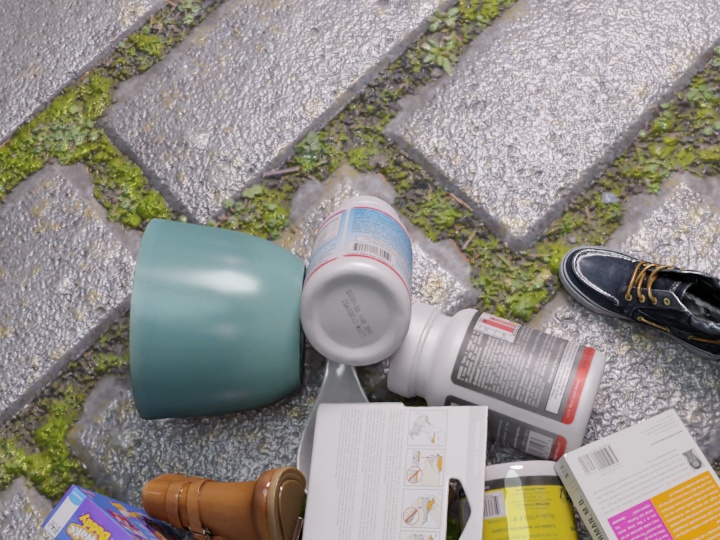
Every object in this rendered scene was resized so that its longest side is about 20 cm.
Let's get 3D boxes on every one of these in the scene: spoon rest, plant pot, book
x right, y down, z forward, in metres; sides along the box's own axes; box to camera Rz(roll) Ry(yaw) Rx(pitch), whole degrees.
[{"bbox_3d":[-0.018,0.146,1.005,0.097,0.061,0.204,-4,68,8],"label":"spoon rest"},{"bbox_3d":[-0.135,0.052,0.994,0.157,0.201,0.205,2,69,-1],"label":"plant pot"},{"bbox_3d":[0.276,0.236,0.866,0.131,0.048,0.202,-15,64,-23],"label":"book"}]

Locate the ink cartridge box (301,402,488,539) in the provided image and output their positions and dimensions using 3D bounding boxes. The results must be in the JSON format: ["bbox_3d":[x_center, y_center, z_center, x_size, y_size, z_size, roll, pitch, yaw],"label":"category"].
[{"bbox_3d":[0.033,0.224,0.902,0.170,0.044,0.204,-2,64,17],"label":"ink cartridge box"}]

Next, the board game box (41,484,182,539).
[{"bbox_3d":[-0.196,0.273,0.910,0.133,0.200,0.045,35,78,20],"label":"board game box"}]

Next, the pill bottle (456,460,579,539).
[{"bbox_3d":[0.151,0.286,0.898,0.109,0.112,0.204,-7,69,6],"label":"pill bottle"}]

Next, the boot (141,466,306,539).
[{"bbox_3d":[-0.130,0.216,0.920,0.152,0.201,0.078,15,69,6],"label":"boot"}]

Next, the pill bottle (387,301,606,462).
[{"bbox_3d":[0.133,0.106,0.966,0.197,0.116,0.118,19,73,15],"label":"pill bottle"}]

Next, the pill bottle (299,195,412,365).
[{"bbox_3d":[0.000,0.000,0.985,0.106,0.111,0.201,-6,25,7],"label":"pill bottle"}]

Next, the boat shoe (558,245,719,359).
[{"bbox_3d":[0.296,0.017,0.987,0.198,0.091,0.072,26,75,17],"label":"boat shoe"}]

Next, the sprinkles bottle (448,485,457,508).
[{"bbox_3d":[0.019,0.286,0.942,0.067,0.068,0.202,28,75,18],"label":"sprinkles bottle"}]
